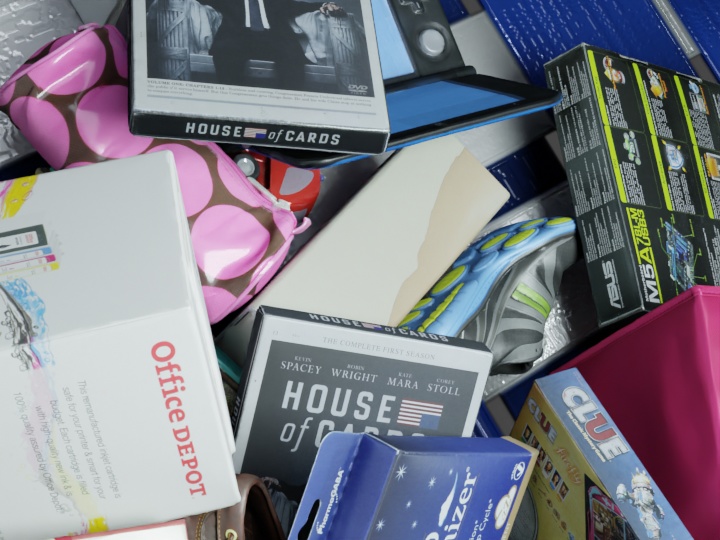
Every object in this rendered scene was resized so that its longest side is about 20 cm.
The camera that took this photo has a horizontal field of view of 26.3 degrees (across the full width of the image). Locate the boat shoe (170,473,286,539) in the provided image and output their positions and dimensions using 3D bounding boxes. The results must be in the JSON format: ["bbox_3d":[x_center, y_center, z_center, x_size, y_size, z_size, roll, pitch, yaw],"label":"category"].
[{"bbox_3d":[-0.057,0.208,0.883,0.202,0.070,0.070,70,25,-19],"label":"boat shoe"}]

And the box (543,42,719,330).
[{"bbox_3d":[0.226,-0.052,1.125,0.192,0.047,0.202,5,68,-42],"label":"box"}]

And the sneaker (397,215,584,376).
[{"bbox_3d":[0.100,0.026,1.071,0.199,0.070,0.083,-42,112,-32],"label":"sneaker"}]

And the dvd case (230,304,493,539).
[{"bbox_3d":[-0.013,0.129,0.935,0.149,0.025,0.202,10,104,-19],"label":"dvd case"}]

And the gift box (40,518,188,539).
[{"bbox_3d":[-0.161,0.244,0.799,0.183,0.187,0.202,-10,74,-25],"label":"gift box"}]

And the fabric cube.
[{"bbox_3d":[0.263,0.139,1.018,0.198,0.196,0.201,3,68,-22],"label":"fabric cube"}]

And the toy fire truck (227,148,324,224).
[{"bbox_3d":[-0.030,-0.120,1.072,0.140,0.049,0.202,7,68,-21],"label":"toy fire truck"}]

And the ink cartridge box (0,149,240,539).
[{"bbox_3d":[-0.177,0.049,0.828,0.198,0.148,0.145,-11,41,-4],"label":"ink cartridge box"}]

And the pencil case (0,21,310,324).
[{"bbox_3d":[-0.127,-0.064,0.951,0.094,0.091,0.200,-44,94,7],"label":"pencil case"}]

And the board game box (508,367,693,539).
[{"bbox_3d":[0.151,0.180,0.949,0.034,0.136,0.201,-13,54,-26],"label":"board game box"}]

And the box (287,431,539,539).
[{"bbox_3d":[0.027,0.155,0.889,0.199,0.032,0.122,10,101,-54],"label":"box"}]

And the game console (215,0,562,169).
[{"bbox_3d":[0.001,-0.146,0.998,0.198,0.118,0.172,-17,80,-28],"label":"game console"}]

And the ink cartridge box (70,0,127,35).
[{"bbox_3d":[-0.124,-0.267,1.066,0.199,0.083,0.146,-30,84,-29],"label":"ink cartridge box"}]

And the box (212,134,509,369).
[{"bbox_3d":[0.000,0.000,1.015,0.078,0.095,0.200,44,62,-3],"label":"box"}]

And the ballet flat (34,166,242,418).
[{"bbox_3d":[-0.151,0.026,0.961,0.200,0.071,0.071,48,60,1],"label":"ballet flat"}]

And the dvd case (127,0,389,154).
[{"bbox_3d":[-0.066,-0.155,0.933,0.149,0.025,0.201,3,51,-13],"label":"dvd case"}]
